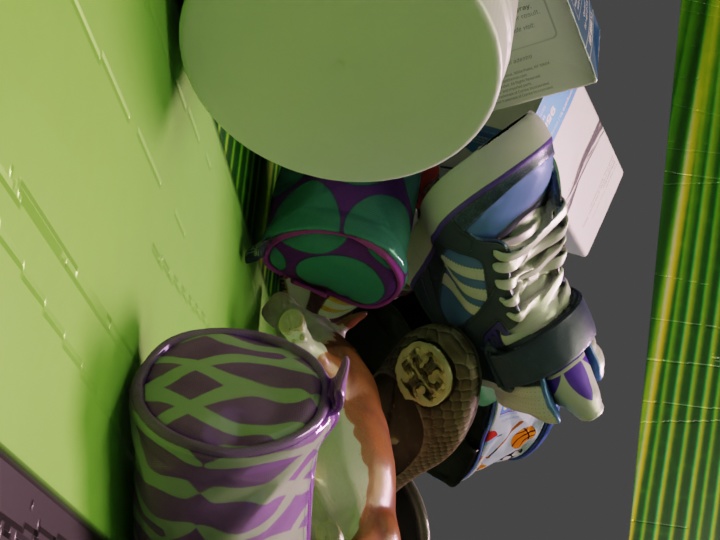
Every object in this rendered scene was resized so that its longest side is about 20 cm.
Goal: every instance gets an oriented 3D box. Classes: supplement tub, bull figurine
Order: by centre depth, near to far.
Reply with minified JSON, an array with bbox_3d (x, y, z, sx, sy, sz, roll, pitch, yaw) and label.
[{"bbox_3d":[0.006,-0.149,0.732,0.132,0.131,0.201,92,7,-47],"label":"supplement tub"},{"bbox_3d":[-0.022,0.089,0.958,0.121,0.065,0.201,36,34,-60],"label":"bull figurine"}]

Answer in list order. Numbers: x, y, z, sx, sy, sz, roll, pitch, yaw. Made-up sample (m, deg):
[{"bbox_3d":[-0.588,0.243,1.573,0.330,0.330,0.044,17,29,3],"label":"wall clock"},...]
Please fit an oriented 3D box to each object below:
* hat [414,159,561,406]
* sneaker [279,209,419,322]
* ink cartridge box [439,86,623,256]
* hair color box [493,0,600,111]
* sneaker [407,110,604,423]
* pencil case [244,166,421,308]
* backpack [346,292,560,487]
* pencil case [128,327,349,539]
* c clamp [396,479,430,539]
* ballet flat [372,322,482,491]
[{"bbox_3d":[0.030,-0.022,1.178,0.166,0.175,0.200,85,26,-43],"label":"hat"},{"bbox_3d":[0.000,0.000,1.128,0.200,0.090,0.075,74,25,-74],"label":"sneaker"},{"bbox_3d":[0.099,-0.101,1.317,0.085,0.144,0.200,-65,151,-14],"label":"ink cartridge box"},{"bbox_3d":[0.043,-0.177,0.876,0.061,0.099,0.201,-77,147,-53],"label":"hair color box"},{"bbox_3d":[0.098,0.010,0.966,0.080,0.147,0.200,-36,171,-22],"label":"sneaker"},{"bbox_3d":[-0.006,-0.085,0.972,0.092,0.085,0.201,-24,-128,51],"label":"pencil case"},{"bbox_3d":[0.069,0.055,1.302,0.191,0.153,0.201,55,-32,38],"label":"backpack"},{"bbox_3d":[-0.051,0.118,0.721,0.084,0.085,0.201,-75,170,-51],"label":"pencil case"},{"bbox_3d":[-0.015,0.154,1.135,0.027,0.171,0.201,-13,134,-39],"label":"c clamp"},{"bbox_3d":[0.007,0.101,1.036,0.068,0.046,0.200,59,-43,21],"label":"ballet flat"}]
